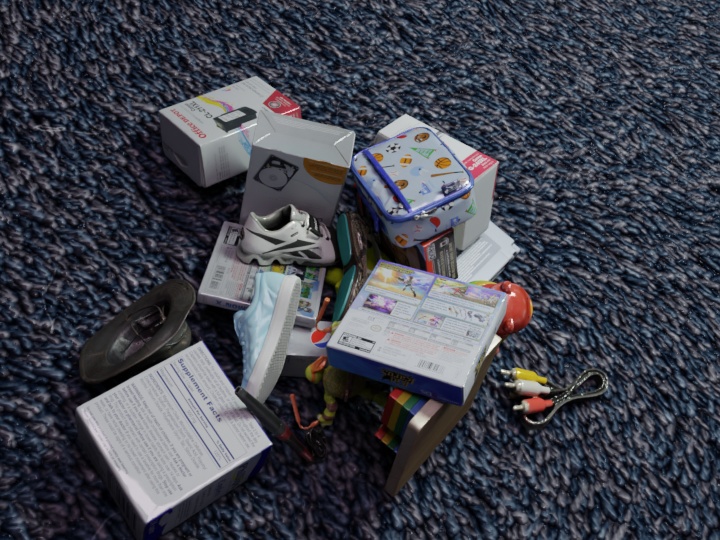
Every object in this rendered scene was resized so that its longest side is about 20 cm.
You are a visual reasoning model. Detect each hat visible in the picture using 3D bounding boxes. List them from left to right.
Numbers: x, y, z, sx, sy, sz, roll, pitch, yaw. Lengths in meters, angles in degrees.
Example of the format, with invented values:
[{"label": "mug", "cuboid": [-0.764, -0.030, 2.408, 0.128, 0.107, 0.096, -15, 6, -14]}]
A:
[{"label": "hat", "cuboid": [-0.302, 0.108, 1.340, 0.198, 0.081, 0.202, -24, 32, 16]}]

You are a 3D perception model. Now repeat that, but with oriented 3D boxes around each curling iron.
[{"label": "curling iron", "cuboid": [-0.110, 0.211, 1.295, 0.200, 0.025, 0.050, 42, 48, -40]}]

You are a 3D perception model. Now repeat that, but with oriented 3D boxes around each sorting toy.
[{"label": "sorting toy", "cuboid": [0.096, 0.191, 1.333, 0.069, 0.200, 0.200, 36, 54, 17]}]

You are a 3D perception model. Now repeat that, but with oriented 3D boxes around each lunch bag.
[{"label": "lunch bag", "cuboid": [0.076, -0.125, 1.404, 0.158, 0.076, 0.201, -23, 42, -9]}]

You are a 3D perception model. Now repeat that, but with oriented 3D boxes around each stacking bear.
[{"label": "stacking bear", "cuboid": [0.194, 0.065, 1.421, 0.112, 0.200, 0.124, 6, 80, -13]}]

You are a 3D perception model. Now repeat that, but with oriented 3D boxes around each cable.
[{"label": "cable", "cuboid": [0.315, 0.195, 1.479, 0.196, 0.051, 0.098, -3, 56, -16]}]

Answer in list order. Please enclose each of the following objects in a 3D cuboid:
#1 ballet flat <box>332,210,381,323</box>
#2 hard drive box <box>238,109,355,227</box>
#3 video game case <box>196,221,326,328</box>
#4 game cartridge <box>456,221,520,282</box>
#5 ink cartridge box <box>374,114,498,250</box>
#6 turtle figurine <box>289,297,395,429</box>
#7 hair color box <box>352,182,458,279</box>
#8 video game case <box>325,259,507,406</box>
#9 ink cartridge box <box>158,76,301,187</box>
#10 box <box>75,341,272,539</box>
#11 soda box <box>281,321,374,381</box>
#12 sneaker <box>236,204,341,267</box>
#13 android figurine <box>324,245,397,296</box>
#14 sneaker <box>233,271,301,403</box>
[{"label": "ballet flat", "cuboid": [0.000, 0.000, 1.435, 0.074, 0.068, 0.203, 14, 57, -20]}, {"label": "hard drive box", "cuboid": [-0.104, -0.145, 1.498, 0.153, 0.201, 0.078, 12, 55, -5]}, {"label": "video game case", "cuboid": [-0.145, 0.003, 1.454, 0.179, 0.022, 0.201, 13, 35, -3]}, {"label": "game cartridge", "cuboid": [0.168, -0.019, 1.593, 0.133, 0.041, 0.200, 43, 56, 10]}, {"label": "ink cartridge box", "cuboid": [0.121, -0.150, 1.570, 0.199, 0.147, 0.083, 33, 52, 27]}, {"label": "turtle figurine", "cuboid": [-0.012, 0.146, 1.349, 0.158, 0.203, 0.064, 8, 12, -13]}, {"label": "hair color box", "cuboid": [0.069, -0.063, 1.467, 0.061, 0.103, 0.200, -29, 44, -19]}, {"label": "video game case", "cuboid": [0.079, 0.081, 1.283, 0.197, 0.046, 0.182, 15, 47, 21]}, {"label": "ink cartridge box", "cuboid": [-0.217, -0.235, 1.572, 0.198, 0.084, 0.145, -26, 46, -29]}, {"label": "box", "cuboid": [-0.252, 0.230, 1.264, 0.198, 0.105, 0.185, -28, 68, -29]}, {"label": "soda box", "cuboid": [-0.032, 0.122, 1.420, 0.196, 0.069, 0.064, 4, 55, -12]}, {"label": "sneaker", "cuboid": [-0.091, -0.059, 1.466, 0.197, 0.090, 0.074, -4, 37, -28]}, {"label": "android figurine", "cuboid": [0.045, 0.020, 1.487, 0.198, 0.041, 0.182, 21, 51, 29]}, {"label": "sneaker", "cuboid": [-0.147, 0.098, 1.333, 0.081, 0.074, 0.203, 13, 73, 15]}]
